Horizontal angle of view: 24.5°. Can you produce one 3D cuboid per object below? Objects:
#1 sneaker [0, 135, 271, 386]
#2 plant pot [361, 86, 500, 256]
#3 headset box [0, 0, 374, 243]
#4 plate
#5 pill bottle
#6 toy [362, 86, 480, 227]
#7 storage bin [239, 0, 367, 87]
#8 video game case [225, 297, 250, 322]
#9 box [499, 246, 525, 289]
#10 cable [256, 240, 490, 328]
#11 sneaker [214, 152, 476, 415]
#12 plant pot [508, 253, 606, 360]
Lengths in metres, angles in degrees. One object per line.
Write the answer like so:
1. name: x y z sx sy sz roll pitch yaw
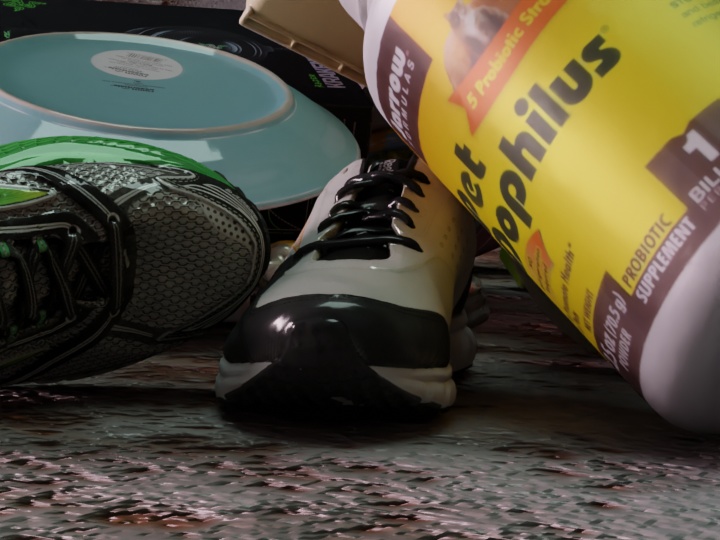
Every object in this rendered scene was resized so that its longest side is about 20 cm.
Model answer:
1. sneaker: -0.115 0.009 0.476 0.199 0.079 0.085 -10 16 -26
2. plant pot: 0.010 -0.087 1.166 0.179 0.201 0.199 -22 19 -40
3. headset box: -0.114 -0.076 0.867 0.199 0.093 0.174 1 24 -16
4. plate: -0.097 -0.072 0.706 0.199 0.026 0.200 7 23 -3
5. pill bottle: 0.074 -0.053 0.505 0.109 0.110 0.200 -1 40 -43
6. toy: 0.031 -0.040 0.980 0.114 0.048 0.200 10 -21 -13
7. storage bin: 0.072 -0.171 0.796 0.198 0.094 0.200 24 -44 -20
8. video game case: -0.150 0.006 0.805 0.142 0.018 0.200 1 4 -21
9. box: 0.162 -0.085 0.995 0.121 0.201 0.048 1 28 -19
10. cable: 0.000 0.000 0.732 0.096 0.051 0.200 -1 4 -5
11. sneaker: 0.000 0.001 0.533 0.073 0.081 0.200 4 5 6
12. plant pot: 0.149 -0.048 0.654 0.199 0.201 0.183 5 20 34
